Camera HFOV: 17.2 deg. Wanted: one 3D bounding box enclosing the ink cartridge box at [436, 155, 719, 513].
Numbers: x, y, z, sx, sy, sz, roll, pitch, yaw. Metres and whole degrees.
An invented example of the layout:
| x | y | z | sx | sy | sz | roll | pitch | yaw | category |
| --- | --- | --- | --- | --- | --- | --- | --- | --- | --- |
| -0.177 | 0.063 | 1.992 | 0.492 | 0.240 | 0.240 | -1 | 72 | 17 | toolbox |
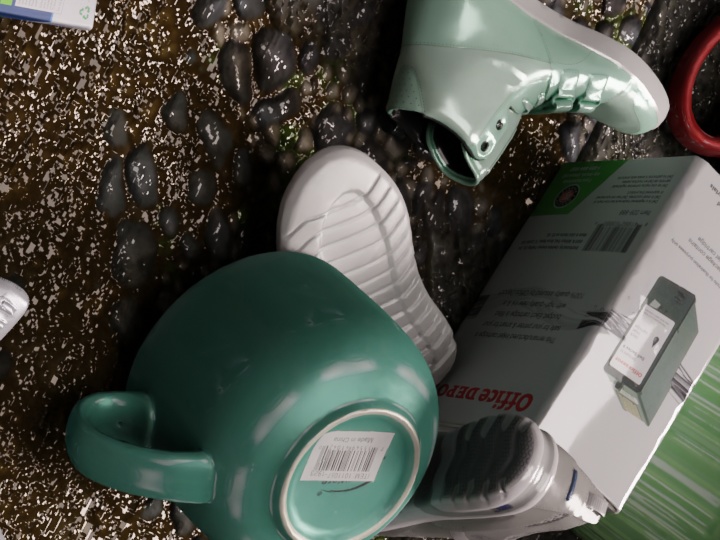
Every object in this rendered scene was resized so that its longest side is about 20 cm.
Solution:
| x | y | z | sx | sy | sz | roll | pitch | yaw | category |
| --- | --- | --- | --- | --- | --- | --- | --- | --- | --- |
| 0.136 | 0.035 | 1.421 | 0.084 | 0.146 | 0.200 | 41 | 72 | -24 | ink cartridge box |

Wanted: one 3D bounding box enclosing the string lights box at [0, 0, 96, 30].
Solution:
| x | y | z | sx | sy | sz | roll | pitch | yaw | category |
| --- | --- | --- | --- | --- | --- | --- | --- | --- | --- |
| -0.211 | -0.178 | 1.109 | 0.199 | 0.059 | 0.103 | 6 | 96 | -44 | string lights box |

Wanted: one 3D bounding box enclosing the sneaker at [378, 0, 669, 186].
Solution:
| x | y | z | sx | sy | sz | roll | pitch | yaw | category |
| --- | --- | --- | --- | --- | --- | --- | --- | --- | --- |
| 0.093 | -0.094 | 1.405 | 0.200 | 0.074 | 0.119 | 26 | 76 | -34 | sneaker |

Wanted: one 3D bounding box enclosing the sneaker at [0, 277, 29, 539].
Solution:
| x | y | z | sx | sy | sz | roll | pitch | yaw | category |
| --- | --- | --- | --- | --- | --- | --- | --- | --- | --- |
| -0.202 | 0.065 | 1.167 | 0.115 | 0.075 | 0.200 | -45 | 124 | -22 | sneaker |

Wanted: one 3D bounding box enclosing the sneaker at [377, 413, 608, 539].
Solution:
| x | y | z | sx | sy | sz | roll | pitch | yaw | category |
| --- | --- | --- | --- | --- | --- | --- | --- | --- | --- |
| 0.055 | 0.129 | 1.340 | 0.082 | 0.200 | 0.075 | 35 | 70 | -27 | sneaker |

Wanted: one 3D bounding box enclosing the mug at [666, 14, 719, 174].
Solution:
| x | y | z | sx | sy | sz | roll | pitch | yaw | category |
| --- | --- | --- | --- | --- | --- | --- | --- | --- | --- |
| 0.308 | -0.122 | 1.567 | 0.177 | 0.133 | 0.201 | 29 | 77 | -45 | mug |

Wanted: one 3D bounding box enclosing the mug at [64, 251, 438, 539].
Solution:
| x | y | z | sx | sy | sz | roll | pitch | yaw | category |
| --- | --- | --- | --- | --- | --- | --- | --- | --- | --- |
| -0.046 | 0.091 | 1.272 | 0.185 | 0.114 | 0.152 | -38 | 134 | -11 | mug |

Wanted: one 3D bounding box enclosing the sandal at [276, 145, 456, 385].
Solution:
| x | y | z | sx | sy | sz | roll | pitch | yaw | category |
| --- | --- | --- | --- | --- | --- | --- | --- | --- | --- |
| -0.006 | 0.004 | 1.361 | 0.082 | 0.050 | 0.203 | -36 | 135 | -13 | sandal |

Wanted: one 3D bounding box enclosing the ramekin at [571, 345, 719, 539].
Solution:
| x | y | z | sx | sy | sz | roll | pitch | yaw | category |
| --- | --- | --- | --- | --- | --- | --- | --- | --- | --- |
| 0.212 | 0.108 | 1.494 | 0.200 | 0.097 | 0.200 | -57 | 175 | -8 | ramekin |
